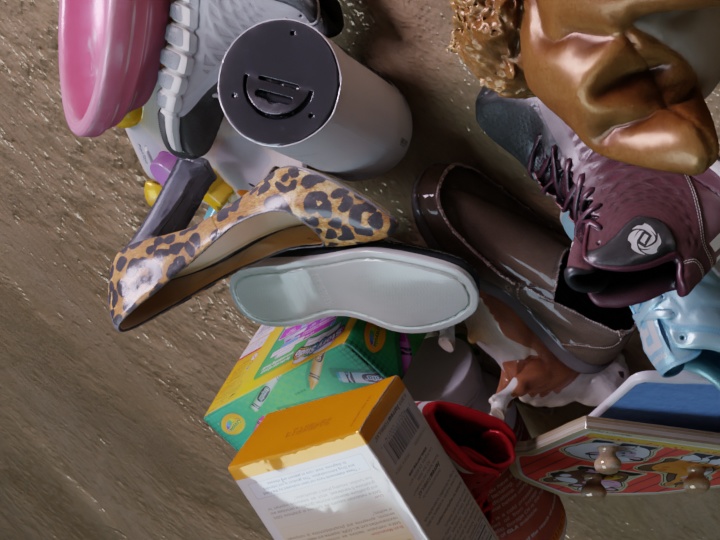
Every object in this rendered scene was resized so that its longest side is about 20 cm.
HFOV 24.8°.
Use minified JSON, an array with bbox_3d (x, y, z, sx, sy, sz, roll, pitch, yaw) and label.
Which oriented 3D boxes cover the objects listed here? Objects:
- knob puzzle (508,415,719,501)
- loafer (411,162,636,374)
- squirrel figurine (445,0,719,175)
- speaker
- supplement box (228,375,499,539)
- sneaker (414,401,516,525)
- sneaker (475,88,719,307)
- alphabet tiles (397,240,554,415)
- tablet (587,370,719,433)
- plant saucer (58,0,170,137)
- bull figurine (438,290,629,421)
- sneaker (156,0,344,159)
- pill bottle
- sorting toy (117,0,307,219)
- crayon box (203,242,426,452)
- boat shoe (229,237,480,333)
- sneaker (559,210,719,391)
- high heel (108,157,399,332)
[{"bbox_3d":[0.202,0.158,1.248,0.219,0.031,0.220,1,160,1],"label":"knob puzzle"},{"bbox_3d":[0.125,-0.012,1.167,0.200,0.073,0.071,39,145,-11],"label":"loafer"},{"bbox_3d":[0.113,-0.174,0.831,0.200,0.142,0.187,15,139,37],"label":"squirrel figurine"},{"bbox_3d":[-0.025,-0.108,1.079,0.081,0.081,0.200,32,-175,14],"label":"speaker"},{"bbox_3d":[0.015,0.186,1.171,0.126,0.074,0.200,-19,111,34],"label":"supplement box"},{"bbox_3d":[0.078,0.176,1.217,0.115,0.078,0.200,-10,129,42],"label":"sneaker"},{"bbox_3d":[0.137,-0.046,1.024,0.200,0.116,0.076,27,152,24],"label":"sneaker"},{"bbox_3d":[0.071,0.052,1.335,0.200,0.006,0.167,20,139,13],"label":"alphabet tiles"},{"bbox_3d":[0.226,0.109,1.199,0.130,0.014,0.200,3,157,-12],"label":"tablet"},{"bbox_3d":[-0.175,-0.195,1.170,0.051,0.201,0.200,1,164,-20],"label":"plant saucer"},{"bbox_3d":[0.115,0.052,1.225,0.200,0.121,0.065,49,151,-7],"label":"bull figurine"},{"bbox_3d":[-0.072,-0.155,1.119,0.115,0.075,0.200,14,122,7],"label":"sneaker"},{"bbox_3d":[0.088,0.154,1.337,0.112,0.112,0.200,12,138,45],"label":"pill bottle"},{"bbox_3d":[-0.089,-0.084,1.254,0.180,0.107,0.200,33,156,35],"label":"sorting toy"},{"bbox_3d":[-0.029,0.068,1.314,0.058,0.119,0.200,44,138,-15],"label":"crayon box"},{"bbox_3d":[0.000,0.000,1.179,0.200,0.060,0.076,4,127,27],"label":"boat shoe"},{"bbox_3d":[0.207,0.023,1.083,0.200,0.082,0.074,35,154,9],"label":"sneaker"},{"bbox_3d":[-0.078,-0.003,1.135,0.200,0.143,0.071,11,154,31],"label":"high heel"}]
